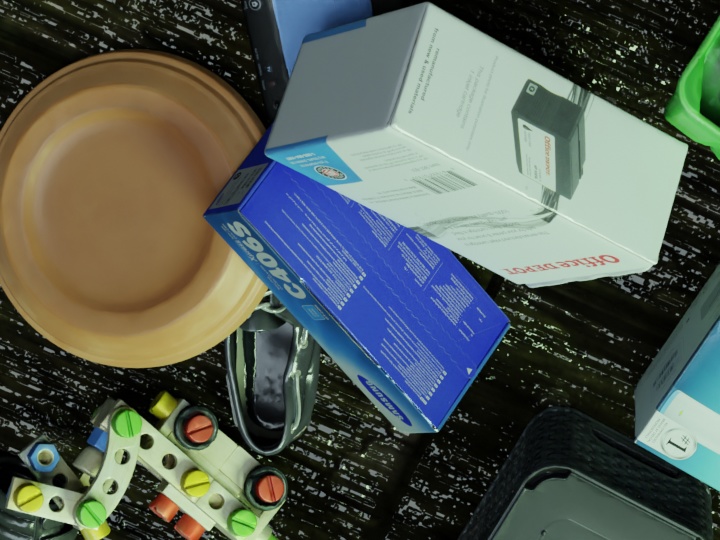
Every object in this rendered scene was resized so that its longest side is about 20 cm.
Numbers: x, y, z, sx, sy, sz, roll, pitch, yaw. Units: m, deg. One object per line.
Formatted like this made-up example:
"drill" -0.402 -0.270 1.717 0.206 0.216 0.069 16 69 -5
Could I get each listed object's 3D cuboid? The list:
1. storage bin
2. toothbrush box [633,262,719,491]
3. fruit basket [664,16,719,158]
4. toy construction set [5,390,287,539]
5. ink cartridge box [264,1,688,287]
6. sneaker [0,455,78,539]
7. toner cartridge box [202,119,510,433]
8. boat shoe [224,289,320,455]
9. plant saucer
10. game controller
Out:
"storage bin" 0.130 0.208 1.820 0.135 0.094 0.200 28 113 -5
"toothbrush box" 0.292 0.085 1.758 0.200 0.085 0.147 30 112 -8
"fruit basket" 0.299 -0.104 1.610 0.215 0.216 0.156 36 75 -9
"toy construction set" -0.126 0.157 1.819 0.200 0.092 0.131 45 76 -28
"ink cartridge box" 0.069 -0.071 1.648 0.200 0.145 0.084 26 72 -27
"sneaker" -0.195 0.200 1.860 0.200 0.071 0.099 33 116 -3
"toner cartridge box" 0.000 0.000 1.731 0.200 0.095 0.043 49 152 -23
"boat shoe" -0.053 0.024 1.780 0.072 0.063 0.201 4 112 4
"plant saucer" -0.146 -0.038 1.744 0.199 0.037 0.201 1 93 13
"game controller" -0.023 -0.170 1.710 0.104 0.042 0.201 -9 110 9
